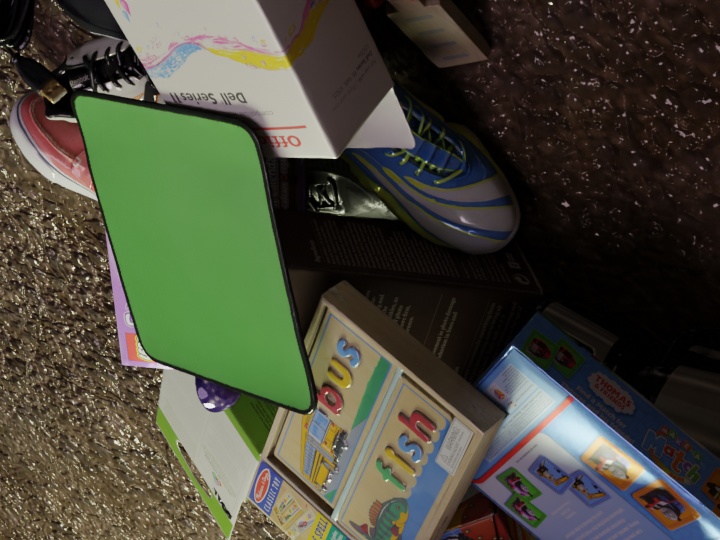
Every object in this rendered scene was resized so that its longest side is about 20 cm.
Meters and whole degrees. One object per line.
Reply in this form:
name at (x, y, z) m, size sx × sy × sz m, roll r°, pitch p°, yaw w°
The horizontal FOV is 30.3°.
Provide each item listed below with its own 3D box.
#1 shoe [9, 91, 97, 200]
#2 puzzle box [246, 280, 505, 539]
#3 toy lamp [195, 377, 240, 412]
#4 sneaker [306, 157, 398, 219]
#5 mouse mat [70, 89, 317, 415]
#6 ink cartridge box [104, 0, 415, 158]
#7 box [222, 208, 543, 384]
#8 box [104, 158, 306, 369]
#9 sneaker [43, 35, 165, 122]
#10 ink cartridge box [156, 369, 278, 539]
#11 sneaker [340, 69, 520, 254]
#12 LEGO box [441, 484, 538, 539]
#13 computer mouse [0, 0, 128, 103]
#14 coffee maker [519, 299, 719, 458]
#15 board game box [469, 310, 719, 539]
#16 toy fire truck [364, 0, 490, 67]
shoe at (-0.187, -0.090, 1.073) m, size 0.200 × 0.072 × 0.091 m, roll 39°, pitch 145°, yaw -8°
puzzle box at (0.002, 0.119, 0.843) m, size 0.133 × 0.025 × 0.201 m, roll 39°, pitch 133°, yaw 21°
toy lamp at (-0.032, 0.080, 1.018) m, size 0.199 × 0.058 × 0.058 m, roll -8°, pitch 126°, yaw 29°
sneaker at (-0.055, -0.065, 0.951) m, size 0.199 × 0.091 × 0.067 m, roll 22°, pitch 144°, yaw 24°
mouse mat at (-0.102, -0.011, 0.809) m, size 0.160 × 0.008 × 0.201 m, roll 15°, pitch 127°, yaw 36°
ink cartridge box at (-0.061, -0.127, 0.730) m, size 0.116 × 0.067 × 0.201 m, roll 5°, pitch 136°, yaw 41°
box at (0.009, 0.025, 0.893) m, size 0.198 × 0.075 × 0.101 m, roll 6°, pitch 124°, yaw -21°
box at (-0.106, -0.016, 0.927) m, size 0.136 × 0.039 × 0.201 m, roll 4°, pitch 126°, yaw 6°
sneaker at (-0.162, -0.141, 0.960) m, size 0.199 × 0.080 × 0.074 m, roll -18°, pitch 84°, yaw 50°
ink cartridge box at (-0.115, 0.136, 1.212) m, size 0.148 × 0.075 × 0.200 m, roll 54°, pitch 151°, yaw 19°
sneaker at (0.018, -0.080, 0.841) m, size 0.200 × 0.076 × 0.105 m, roll 41°, pitch -169°, yaw 0°
LEGO box at (0.086, 0.172, 0.987) m, size 0.077 × 0.201 × 0.150 m, roll -21°, pitch 120°, yaw 14°
computer mouse at (-0.188, -0.174, 0.909) m, size 0.199 × 0.046 × 0.141 m, roll 32°, pitch 108°, yaw 26°
coffee maker at (0.195, 0.121, 0.887) m, size 0.199 × 0.135 × 0.193 m, roll 23°, pitch 143°, yaw 25°
board game box at (0.146, 0.130, 0.792) m, size 0.200 × 0.037 × 0.151 m, roll 40°, pitch 147°, yaw 5°
toy fire truck at (-0.017, -0.189, 0.767) m, size 0.175 × 0.129 × 0.201 m, roll 5°, pitch 123°, yaw 41°
